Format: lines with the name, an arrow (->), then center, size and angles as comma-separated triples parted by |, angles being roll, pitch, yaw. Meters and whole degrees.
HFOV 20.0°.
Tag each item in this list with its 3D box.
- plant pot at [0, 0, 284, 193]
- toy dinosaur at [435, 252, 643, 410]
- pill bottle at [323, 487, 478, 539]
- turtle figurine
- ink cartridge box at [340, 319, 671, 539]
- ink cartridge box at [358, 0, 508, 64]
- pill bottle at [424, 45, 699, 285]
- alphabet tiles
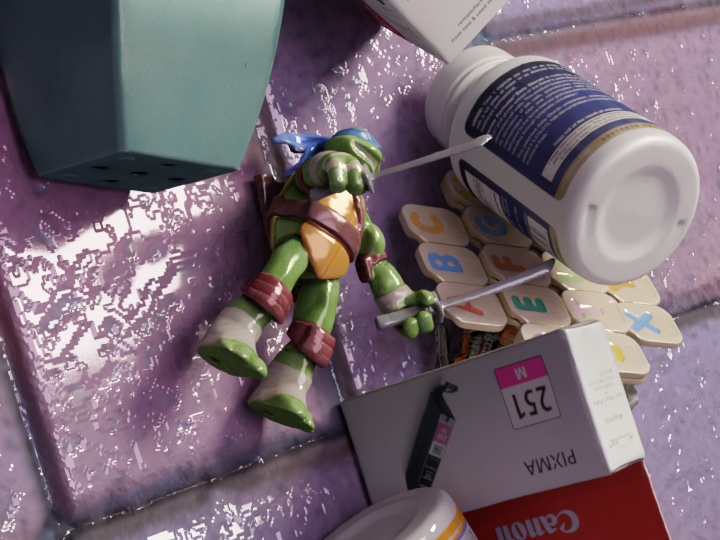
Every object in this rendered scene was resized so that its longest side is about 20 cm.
plant pot -> -0.132, -0.155, 1.221 | 0.141, 0.141, 0.201 | 7, 77, -42
toy dinosaur -> 0.111, 0.090, 1.422 | 0.135, 0.102, 0.201 | 5, 90, -28
pill bottle -> 0.055, 0.246, 1.276 | 0.112, 0.112, 0.200 | -41, 106, -44
turtle figurine -> 0.000, 0.000, 1.269 | 0.199, 0.144, 0.194 | 26, 70, 10
ink cartridge box -> 0.092, 0.139, 1.285 | 0.043, 0.200, 0.174 | -13, 84, -47
ink cartridge box -> -0.002, -0.244, 1.364 | 0.083, 0.147, 0.200 | -47, 114, 0
pill bottle -> 0.130, -0.081, 1.401 | 0.111, 0.200, 0.111 | -17, 125, -26
alphabet tiles -> 0.127, 0.002, 1.420 | 0.195, 0.015, 0.200 | 7, 40, -27
